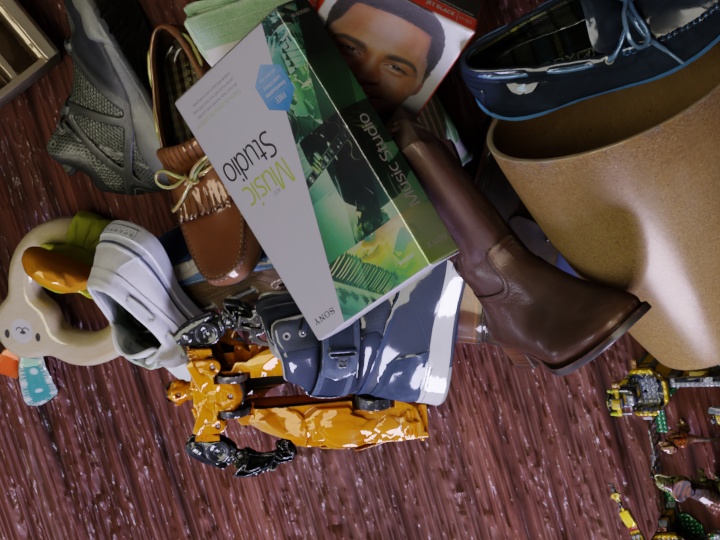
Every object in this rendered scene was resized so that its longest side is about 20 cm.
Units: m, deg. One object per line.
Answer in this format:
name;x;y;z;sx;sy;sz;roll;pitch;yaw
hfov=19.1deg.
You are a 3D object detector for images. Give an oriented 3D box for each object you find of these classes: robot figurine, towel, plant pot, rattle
robot figurine;-0.049;0.085;1.645;0.199;0.058;0.145;-3;109;1
towel;-0.022;-0.133;1.564;0.152;0.023;0.200;-12;131;29
plant pot;0.211;-0.040;1.464;0.186;0.187;0.200;-14;116;29
rattle;-0.263;0.054;1.733;0.200;0.143;0.130;-39;108;25

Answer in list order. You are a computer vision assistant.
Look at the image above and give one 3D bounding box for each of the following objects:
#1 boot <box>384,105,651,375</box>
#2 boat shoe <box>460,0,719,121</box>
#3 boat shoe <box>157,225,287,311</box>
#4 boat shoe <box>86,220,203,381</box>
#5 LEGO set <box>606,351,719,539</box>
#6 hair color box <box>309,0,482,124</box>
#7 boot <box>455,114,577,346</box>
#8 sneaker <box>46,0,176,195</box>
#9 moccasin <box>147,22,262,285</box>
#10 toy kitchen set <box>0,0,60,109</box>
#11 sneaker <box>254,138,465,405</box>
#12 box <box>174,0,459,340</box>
boot;0.087;-0.026;1.425;0.200;0.064;0.186;54;156;-8
boat shoe;0.159;-0.154;1.397;0.200;0.069;0.084;-30;58;16
boat shoe;-0.075;-0.009;1.656;0.200;0.072;0.072;-7;135;43
boat shoe;-0.167;0.042;1.664;0.073;0.067;0.200;13;151;30
LEGO set;0.247;0.154;1.536;0.153;0.116;0.201;5;110;24
hair color box;-0.002;-0.141;1.487;0.101;0.061;0.200;24;137;-9
boot;0.126;-0.036;1.564;0.097;0.075;0.201;8;114;3
sneaker;-0.209;-0.146;1.665;0.114;0.076;0.200;-18;105;23
moccasin;-0.118;-0.088;1.594;0.073;0.078;0.202;-12;79;27
toy kitchen set;-0.282;-0.250;1.621;0.163;0.200;0.181;-39;89;-11
sneaker;0.000;0.001;1.548;0.146;0.077;0.203;3;108;-11
box;-0.033;-0.066;1.456;0.200;0.036;0.144;57;140;3
